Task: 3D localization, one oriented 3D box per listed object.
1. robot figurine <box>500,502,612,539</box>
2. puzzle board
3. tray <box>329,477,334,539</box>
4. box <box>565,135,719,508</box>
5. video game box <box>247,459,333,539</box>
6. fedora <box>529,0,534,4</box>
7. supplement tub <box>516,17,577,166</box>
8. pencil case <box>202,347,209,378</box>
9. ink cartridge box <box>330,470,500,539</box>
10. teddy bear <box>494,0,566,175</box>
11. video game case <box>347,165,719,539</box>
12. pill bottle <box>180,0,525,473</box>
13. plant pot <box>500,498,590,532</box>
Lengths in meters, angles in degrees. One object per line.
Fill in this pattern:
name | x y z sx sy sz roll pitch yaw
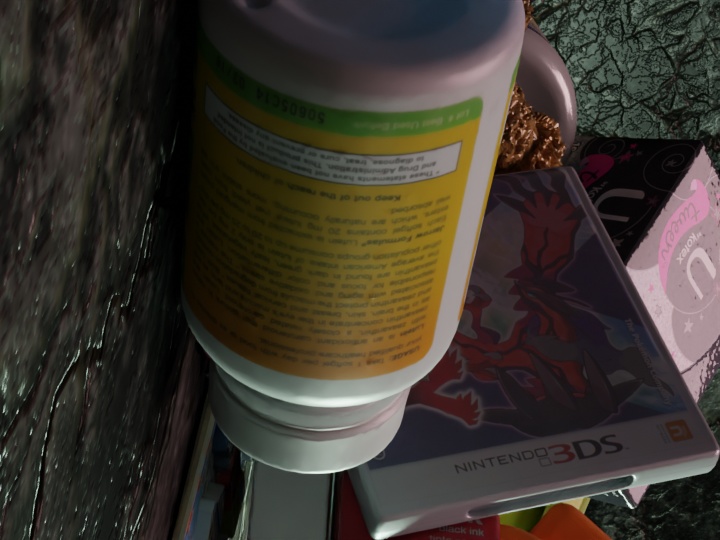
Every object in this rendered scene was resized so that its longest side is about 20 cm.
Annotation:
robot figurine | 0.079 0.233 0.922 0.200 0.117 0.144 -46 -153 -21
puzzle board | -0.074 0.108 0.852 0.200 0.017 0.152 96 5 -65
tray | -0.007 0.198 0.974 0.200 0.107 0.022 -50 165 -33
box | 0.157 0.027 1.006 0.200 0.114 0.132 -54 127 -25
video game box | -0.037 0.098 0.894 0.183 0.046 0.201 93 1 -62
fedora | 0.046 -0.218 0.959 0.092 0.200 0.201 61 24 -29
supplement tub | 0.056 -0.131 1.061 0.200 0.144 0.146 -106 -157 -61
pencil case | -0.018 -0.034 0.745 0.088 0.088 0.201 95 7 -72
ink cartridge box | 0.028 0.107 0.844 0.147 0.082 0.201 95 -1 -48
teddy bear | 0.045 -0.090 0.872 0.067 0.144 0.201 55 -9 52
video game case | 0.062 0.032 0.800 0.023 0.181 0.201 101 -26 -48
pill bottle | -0.010 -0.021 0.580 0.111 0.110 0.201 -77 177 -49
plant pot | 0.084 0.110 1.158 0.201 0.181 0.199 -65 -176 -11
